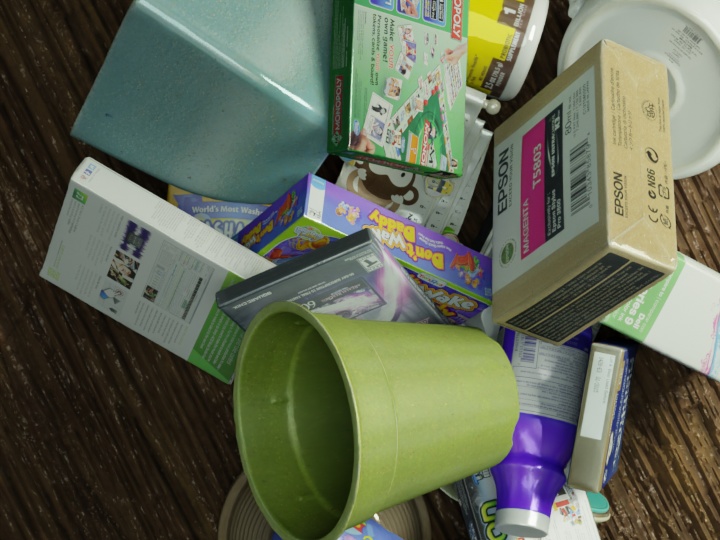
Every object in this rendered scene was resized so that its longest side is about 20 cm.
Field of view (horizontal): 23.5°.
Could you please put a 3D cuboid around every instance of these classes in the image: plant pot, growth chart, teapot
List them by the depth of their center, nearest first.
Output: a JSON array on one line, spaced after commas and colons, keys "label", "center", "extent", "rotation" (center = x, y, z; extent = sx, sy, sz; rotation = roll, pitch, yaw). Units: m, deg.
[{"label": "plant pot", "center": [0.023, 0.118, 1.433], "extent": [0.189, 0.200, 0.202], "rotation": [-5, 93, -32]}, {"label": "plant pot", "center": [-0.094, -0.173, 1.467], "extent": [0.199, 0.196, 0.196], "rotation": [33, 51, -5]}, {"label": "teapot", "center": [0.276, -0.187, 1.540], "extent": [0.196, 0.146, 0.201], "rotation": [2, 116, 31]}, {"label": "growth chart", "center": [0.045, -0.091, 1.563], "extent": [0.144, 0.018, 0.201], "rotation": [13, 117, 0]}, {"label": "plant pot", "center": [-0.033, 0.250, 1.573], "extent": [0.199, 0.093, 0.203], "rotation": [0, 94, -1]}]

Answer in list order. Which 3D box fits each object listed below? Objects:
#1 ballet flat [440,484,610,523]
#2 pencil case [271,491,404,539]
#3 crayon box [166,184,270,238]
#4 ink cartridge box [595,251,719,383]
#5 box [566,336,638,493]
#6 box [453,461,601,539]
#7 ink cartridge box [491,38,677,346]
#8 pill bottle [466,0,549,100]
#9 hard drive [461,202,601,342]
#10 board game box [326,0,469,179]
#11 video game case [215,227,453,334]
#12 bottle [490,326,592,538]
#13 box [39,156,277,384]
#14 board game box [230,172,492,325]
[{"label": "ballet flat", "center": [0.131, 0.198, 1.596], "extent": [0.199, 0.069, 0.070], "rotation": [26, 92, -1]}, {"label": "pencil case", "center": [0.013, 0.261, 1.485], "extent": [0.199, 0.087, 0.078], "rotation": [31, 103, -3]}, {"label": "crayon box", "center": [-0.113, -0.064, 1.575], "extent": [0.125, 0.052, 0.202], "rotation": [5, 92, -2]}, {"label": "ink cartridge box", "center": [0.276, 0.031, 1.518], "extent": [0.199, 0.145, 0.088], "rotation": [24, 95, -22]}, {"label": "box", "center": [0.216, 0.121, 1.520], "extent": [0.032, 0.200, 0.122], "rotation": [10, 93, 12]}, {"label": "box", "center": [0.150, 0.225, 1.528], "extent": [0.109, 0.035, 0.201], "rotation": [-11, 74, -14]}, {"label": "ink cartridge box", "center": [0.182, -0.063, 1.438], "extent": [0.075, 0.165, 0.201], "rotation": [18, 56, -26]}, {"label": "pill bottle", "center": [0.060, -0.231, 1.543], "extent": [0.199, 0.109, 0.110], "rotation": [18, 92, -2]}, {"label": "hard drive", "center": [0.162, 0.013, 1.583], "extent": [0.139, 0.038, 0.201], "rotation": [27, 92, -13]}, {"label": "board game box", "center": [0.034, -0.185, 1.428], "extent": [0.134, 0.029, 0.202], "rotation": [10, 79, -43]}, {"label": "video game case", "center": [-0.014, 0.042, 1.471], "extent": [0.142, 0.200, 0.019], "rotation": [-23, 54, 15]}, {"label": "bottle", "center": [0.152, 0.130, 1.507], "extent": [0.083, 0.065, 0.201], "rotation": [12, 70, -10]}, {"label": "box", "center": [-0.173, 0.003, 1.500], "extent": [0.199, 0.145, 0.036], "rotation": [31, 49, 0]}, {"label": "board game box", "center": [0.000, 0.000, 1.508], "extent": [0.199, 0.134, 0.045], "rotation": [24, 54, -25]}]
